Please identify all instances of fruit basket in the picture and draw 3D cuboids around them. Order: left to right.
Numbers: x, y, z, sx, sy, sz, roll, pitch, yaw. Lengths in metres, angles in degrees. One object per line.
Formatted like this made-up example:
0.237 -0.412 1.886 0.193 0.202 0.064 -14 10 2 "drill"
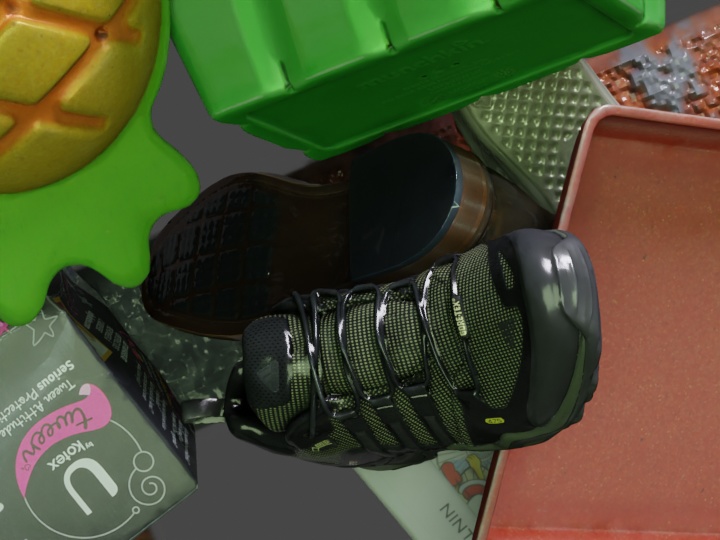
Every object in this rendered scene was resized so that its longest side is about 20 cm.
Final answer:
0.014 -0.165 0.964 0.215 0.155 0.217 -5 80 26 "fruit basket"

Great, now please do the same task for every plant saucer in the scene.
0.141 0.034 0.989 0.199 0.037 0.201 5 106 -29 "plant saucer"

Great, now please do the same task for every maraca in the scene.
-0.132 -0.080 0.902 0.137 0.107 0.201 -18 106 -11 "maraca"

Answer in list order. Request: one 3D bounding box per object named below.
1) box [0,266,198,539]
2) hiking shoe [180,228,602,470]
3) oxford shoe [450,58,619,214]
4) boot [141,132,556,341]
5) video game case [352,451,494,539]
-0.175 0.093 1.008 0.200 0.132 0.115 -37 99 2 "box"
0.010 0.038 0.910 0.100 0.200 0.076 -3 73 -31 "hiking shoe"
0.097 -0.033 1.048 0.075 0.058 0.200 -37 110 -3 "oxford shoe"
0.000 0.000 1.014 0.097 0.200 0.075 19 69 -40 "boot"
0.120 0.076 1.048 0.200 0.023 0.182 -39 112 1 "video game case"
